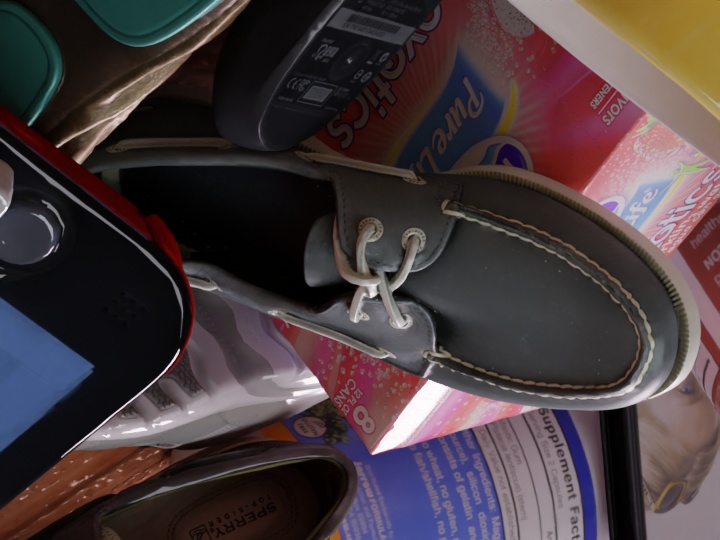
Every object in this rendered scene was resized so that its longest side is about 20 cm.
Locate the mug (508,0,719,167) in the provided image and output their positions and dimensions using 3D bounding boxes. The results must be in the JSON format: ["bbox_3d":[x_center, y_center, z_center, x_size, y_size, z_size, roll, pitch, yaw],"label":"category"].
[{"bbox_3d":[0.115,-0.106,0.669,0.149,0.187,0.153,38,93,-36],"label":"mug"}]

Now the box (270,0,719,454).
[{"bbox_3d":[0.054,-0.046,0.860,0.095,0.103,0.200,-14,150,-47],"label":"box"}]

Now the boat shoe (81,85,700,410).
[{"bbox_3d":[0.000,0.000,0.803,0.062,0.200,0.073,-32,137,-56],"label":"boat shoe"}]

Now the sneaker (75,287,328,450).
[{"bbox_3d":[-0.079,0.038,0.915,0.200,0.075,0.082,-1,147,-36],"label":"sneaker"}]

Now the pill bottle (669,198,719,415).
[{"bbox_3d":[0.159,0.001,0.944,0.112,0.200,0.112,-23,152,-13],"label":"pill bottle"}]

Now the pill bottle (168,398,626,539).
[{"bbox_3d":[0.035,0.087,1.061,0.200,0.112,0.112,-15,148,-28],"label":"pill bottle"}]

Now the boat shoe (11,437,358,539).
[{"bbox_3d":[-0.085,0.107,0.901,0.200,0.073,0.065,-35,178,-30],"label":"boat shoe"}]

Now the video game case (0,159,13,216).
[{"bbox_3d":[-0.206,0.006,0.726,0.143,0.017,0.200,33,118,-23],"label":"video game case"}]

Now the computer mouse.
[{"bbox_3d":[0.024,-0.112,0.763,0.200,0.034,0.059,-47,160,13],"label":"computer mouse"}]

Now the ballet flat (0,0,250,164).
[{"bbox_3d":[-0.068,-0.073,0.767,0.200,0.068,0.072,-45,168,26],"label":"ballet flat"}]

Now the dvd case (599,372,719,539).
[{"bbox_3d":[0.146,0.062,1.062,0.143,0.200,0.018,-12,-170,-42],"label":"dvd case"}]

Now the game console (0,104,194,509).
[{"bbox_3d":[-0.165,0.017,0.760,0.200,0.031,0.177,-39,124,22],"label":"game console"}]
